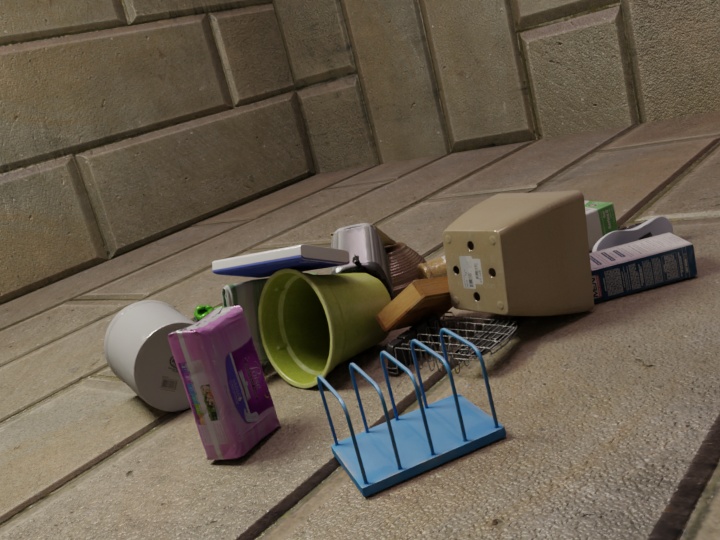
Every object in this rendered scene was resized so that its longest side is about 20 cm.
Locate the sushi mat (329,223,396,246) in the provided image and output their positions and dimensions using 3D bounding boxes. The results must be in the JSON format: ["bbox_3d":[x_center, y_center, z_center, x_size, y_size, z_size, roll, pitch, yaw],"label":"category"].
[{"bbox_3d":[0.009,-0.065,1.627,0.094,0.012,0.200,-14,-12,13],"label":"sushi mat"}]

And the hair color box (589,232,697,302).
[{"bbox_3d":[0.470,-0.005,1.358,0.197,0.061,0.100,-14,14,2],"label":"hair color box"}]

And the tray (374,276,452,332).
[{"bbox_3d":[0.116,0.056,1.349,0.099,0.037,0.199,-44,-20,25],"label":"tray"}]

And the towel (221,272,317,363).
[{"bbox_3d":[-0.151,0.087,1.404,0.198,0.152,0.031,-9,5,-35],"label":"towel"}]

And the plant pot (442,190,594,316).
[{"bbox_3d":[0.251,-0.017,1.303,0.175,0.203,0.199,-16,12,-36],"label":"plant pot"}]

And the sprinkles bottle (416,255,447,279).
[{"bbox_3d":[0.219,-0.012,1.633,0.197,0.069,0.068,-20,15,-14],"label":"sprinkles bottle"}]

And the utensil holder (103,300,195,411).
[{"bbox_3d":[-0.362,0.152,1.416,0.168,0.172,0.199,-22,17,-27],"label":"utensil holder"}]

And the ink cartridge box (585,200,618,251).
[{"bbox_3d":[0.421,-0.080,1.642,0.198,0.089,0.145,-22,16,-20],"label":"ink cartridge box"}]

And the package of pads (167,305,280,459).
[{"bbox_3d":[-0.198,0.162,1.140,0.075,0.203,0.120,-12,10,31],"label":"package of pads"}]

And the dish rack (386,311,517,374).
[{"bbox_3d":[0.150,0.118,1.248,0.198,0.055,0.153,0,22,41],"label":"dish rack"}]

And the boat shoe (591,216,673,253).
[{"bbox_3d":[0.514,-0.054,1.500,0.198,0.071,0.066,-25,0,-24],"label":"boat shoe"}]

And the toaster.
[{"bbox_3d":[0.000,0.000,1.517,0.112,0.201,0.130,-13,48,9],"label":"toaster"}]

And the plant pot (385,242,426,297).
[{"bbox_3d":[0.063,-0.003,1.716,0.198,0.094,0.201,-14,13,3],"label":"plant pot"}]

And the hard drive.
[{"bbox_3d":[-0.136,-0.013,1.318,0.198,0.026,0.131,-9,-8,35],"label":"hard drive"}]

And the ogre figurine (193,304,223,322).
[{"bbox_3d":[-0.210,0.118,1.463,0.098,0.200,0.120,-49,44,-6],"label":"ogre figurine"}]

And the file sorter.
[{"bbox_3d":[0.059,0.171,0.995,0.197,0.125,0.139,-18,15,-15],"label":"file sorter"}]

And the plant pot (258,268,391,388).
[{"bbox_3d":[-0.048,0.082,1.356,0.183,0.204,0.199,-13,9,-43],"label":"plant pot"}]
